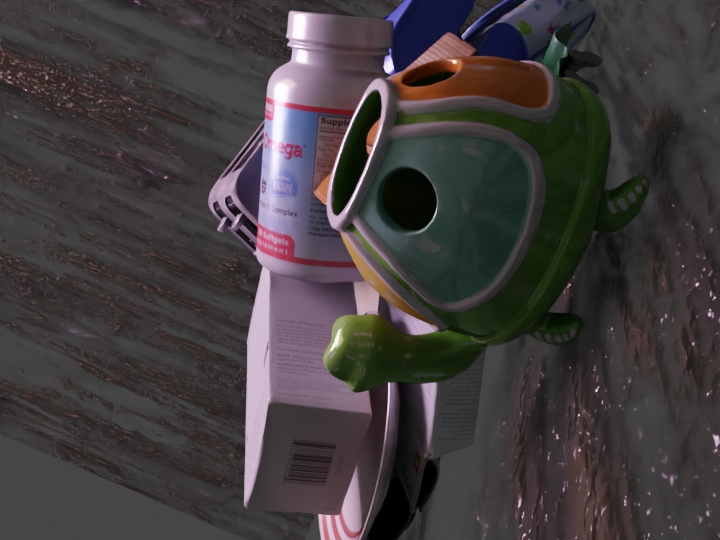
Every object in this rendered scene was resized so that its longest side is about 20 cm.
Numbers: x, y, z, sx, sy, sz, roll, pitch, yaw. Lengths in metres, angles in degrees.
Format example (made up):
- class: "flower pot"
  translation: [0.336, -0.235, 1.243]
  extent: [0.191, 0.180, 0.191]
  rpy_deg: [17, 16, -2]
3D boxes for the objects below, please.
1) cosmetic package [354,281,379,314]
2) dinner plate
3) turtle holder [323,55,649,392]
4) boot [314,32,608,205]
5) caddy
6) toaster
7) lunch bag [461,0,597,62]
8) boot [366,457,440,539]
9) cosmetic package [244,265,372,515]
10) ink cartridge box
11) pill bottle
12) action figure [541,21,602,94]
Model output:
- class: "cosmetic package"
  translation: [0.036, 0.057, 0.964]
  extent: [0.104, 0.073, 0.201]
  rpy_deg: [52, 141, 44]
- class: "dinner plate"
  translation: [0.001, 0.133, 0.783]
  extent: [0.200, 0.024, 0.202]
  rpy_deg: [-171, 90, -77]
- class: "turtle holder"
  translation: [0.048, -0.030, 0.532]
  extent: [0.186, 0.131, 0.142]
  rpy_deg: [126, 153, -46]
- class: "boot"
  translation: [0.056, -0.065, 0.655]
  extent: [0.155, 0.200, 0.077]
  rpy_deg: [-48, -43, 4]
- class: "caddy"
  translation: [0.064, -0.167, 0.890]
  extent: [0.105, 0.141, 0.201]
  rpy_deg: [-36, 19, 49]
- class: "toaster"
  translation: [-0.055, -0.103, 1.002]
  extent: [0.201, 0.118, 0.181]
  rpy_deg: [-54, 14, -9]
- class: "lunch bag"
  translation: [0.163, -0.224, 1.064]
  extent: [0.160, 0.083, 0.200]
  rpy_deg: [-36, -10, -14]
- class: "boot"
  translation: [0.047, 0.138, 0.837]
  extent: [0.146, 0.070, 0.201]
  rpy_deg: [-101, 33, -80]
- class: "cosmetic package"
  translation: [-0.048, 0.084, 0.800]
  extent: [0.200, 0.080, 0.113]
  rpy_deg: [-102, 24, -57]
- class: "ink cartridge box"
  translation: [0.049, 0.050, 0.764]
  extent: [0.200, 0.040, 0.202]
  rpy_deg: [-118, 33, -68]
- class: "pill bottle"
  translation: [-0.023, -0.099, 0.781]
  extent: [0.109, 0.108, 0.202]
  rpy_deg: [-63, -22, -75]
- class: "action figure"
  translation: [0.145, -0.102, 0.860]
  extent: [0.200, 0.054, 0.119]
  rpy_deg: [117, 176, -48]
